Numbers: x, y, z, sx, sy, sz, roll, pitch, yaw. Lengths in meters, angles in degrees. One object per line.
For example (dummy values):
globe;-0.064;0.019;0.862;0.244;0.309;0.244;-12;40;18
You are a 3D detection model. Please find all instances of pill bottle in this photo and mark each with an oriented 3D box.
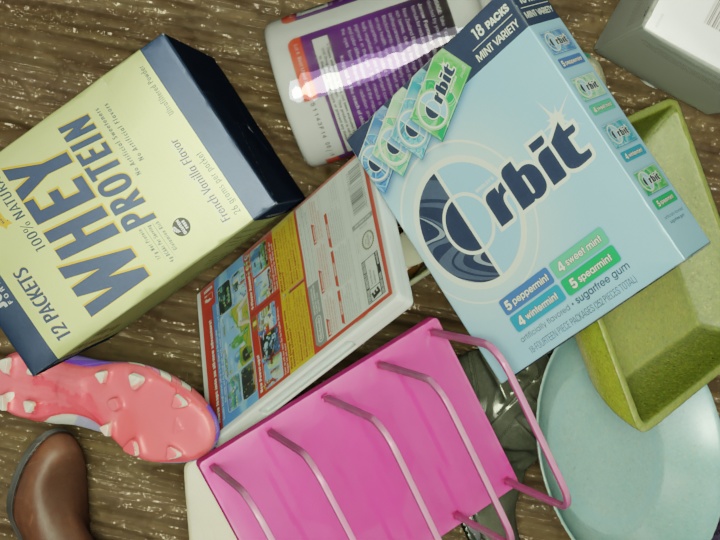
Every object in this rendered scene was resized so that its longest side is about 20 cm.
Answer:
pill bottle;0.038;-0.158;0.991;0.198;0.111;0.113;-18;93;4

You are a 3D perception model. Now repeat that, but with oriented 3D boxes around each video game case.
video game case;-0.047;0.020;0.968;0.017;0.144;0.199;27;127;-36

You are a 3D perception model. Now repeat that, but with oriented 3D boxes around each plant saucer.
plant saucer;0.200;-0.006;0.982;0.048;0.199;0.202;-18;94;44
plant saucer;0.193;0.132;1.004;0.199;0.039;0.204;11;70;-33

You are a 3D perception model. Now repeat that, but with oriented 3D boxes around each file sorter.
file sorter;0.018;0.144;0.899;0.199;0.125;0.140;-30;100;-15

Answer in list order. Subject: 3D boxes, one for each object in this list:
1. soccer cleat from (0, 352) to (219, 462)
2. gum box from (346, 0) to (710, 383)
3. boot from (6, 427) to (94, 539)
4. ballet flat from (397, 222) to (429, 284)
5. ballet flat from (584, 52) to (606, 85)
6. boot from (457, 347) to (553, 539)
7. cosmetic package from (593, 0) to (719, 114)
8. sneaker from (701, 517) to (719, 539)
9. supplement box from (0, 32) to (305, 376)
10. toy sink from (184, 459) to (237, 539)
soccer cleat;-0.182;0.095;1.001;0.198;0.076;0.068;9;96;25
gum box;0.103;-0.054;0.879;0.170;0.044;0.201;-40;80;40
boot;-0.185;0.231;0.994;0.198;0.068;0.191;15;96;40
ballet flat;0.000;0.000;1.020;0.199;0.062;0.068;-33;93;4
ballet flat;0.139;-0.068;1.018;0.067;0.062;0.203;13;95;1
boot;0.123;0.142;1.033;0.129;0.068;0.202;-26;93;0
cosmetic package;0.239;-0.170;0.938;0.107;0.200;0.086;28;96;-3
sneaker;0.239;0.266;1.024;0.075;0.088;0.201;38;95;-1
supplement box;-0.164;-0.048;0.961;0.199;0.200;0.135;-35;91;5
toy sink;-0.057;0.225;1.021;0.128;0.112;0.203;-5;94;1
